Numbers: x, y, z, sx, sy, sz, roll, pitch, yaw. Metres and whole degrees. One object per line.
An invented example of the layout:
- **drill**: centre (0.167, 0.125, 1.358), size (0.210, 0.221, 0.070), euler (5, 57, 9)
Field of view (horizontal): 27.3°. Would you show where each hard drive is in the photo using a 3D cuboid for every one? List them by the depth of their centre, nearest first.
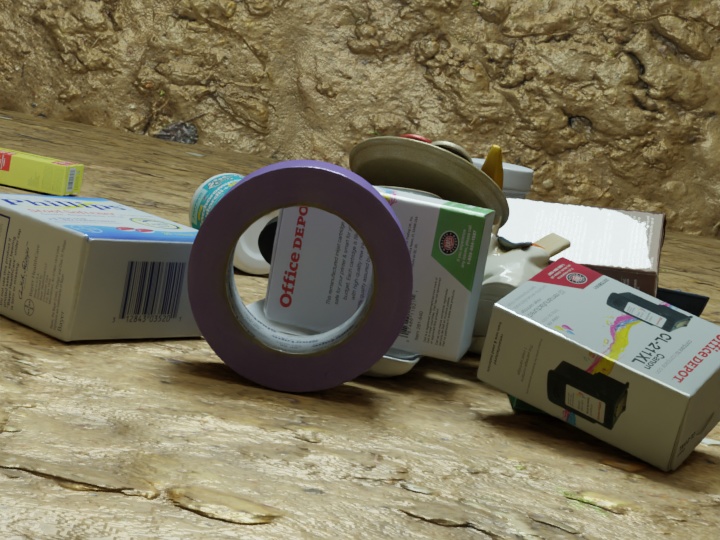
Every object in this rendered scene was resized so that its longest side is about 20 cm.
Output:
- **hard drive**: centre (0.316, 0.038, 1.797), size (0.134, 0.043, 0.200), euler (10, -4, -19)

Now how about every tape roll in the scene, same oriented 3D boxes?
- **tape roll**: centre (-0.053, 0.003, 1.336), size (0.199, 0.201, 0.085), euler (10, 9, -1)

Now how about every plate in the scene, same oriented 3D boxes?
- **plate**: centre (-0.023, 0.069, 1.508), size (0.199, 0.033, 0.200), euler (13, 9, 12)

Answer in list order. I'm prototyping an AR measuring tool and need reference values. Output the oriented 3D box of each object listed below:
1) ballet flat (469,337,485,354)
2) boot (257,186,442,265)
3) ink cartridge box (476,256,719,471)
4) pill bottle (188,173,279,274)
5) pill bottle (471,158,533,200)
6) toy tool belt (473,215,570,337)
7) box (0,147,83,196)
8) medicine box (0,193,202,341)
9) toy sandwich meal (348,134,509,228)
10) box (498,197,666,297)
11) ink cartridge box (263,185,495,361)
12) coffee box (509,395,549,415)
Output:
- **ballet flat**: centre (0.082, 0.033, 1.635), size (0.200, 0.069, 0.069), euler (46, 15, 7)
- **boot**: centre (0.001, -0.069, 1.575), size (0.199, 0.078, 0.138), euler (-5, 21, 15)
- **ink cartridge box**: centre (0.231, 0.080, 1.357), size (0.199, 0.083, 0.146), euler (25, 31, 25)
- **pill bottle**: centre (-0.161, -0.067, 1.962), size (0.110, 0.112, 0.200), euler (6, 9, -26)
- **pill bottle**: centre (0.153, -0.030, 1.804), size (0.111, 0.201, 0.112), euler (10, 9, -2)
- **toy tool belt**: centre (0.114, 0.002, 1.562), size (0.199, 0.125, 0.123), euler (4, 47, 21)
- **box**: centre (-0.535, -0.158, 2.297), size (0.199, 0.050, 0.075), euler (13, 8, 11)
- **medicine box**: centre (-0.269, -0.006, 1.454), size (0.199, 0.104, 0.182), euler (19, 11, 38)
- **toy sandwich meal**: centre (0.080, -0.102, 1.610), size (0.204, 0.071, 0.205), euler (20, -23, 9)
- **box**: centre (0.238, -0.017, 1.670), size (0.199, 0.075, 0.101), euler (8, 47, 11)
- **ink cartridge box**: centre (0.019, -0.007, 1.456), size (0.199, 0.146, 0.084), euler (12, 8, 11)
- **coffee box**: centre (0.208, 0.108, 1.496), size (0.122, 0.044, 0.200), euler (11, 8, 1)
